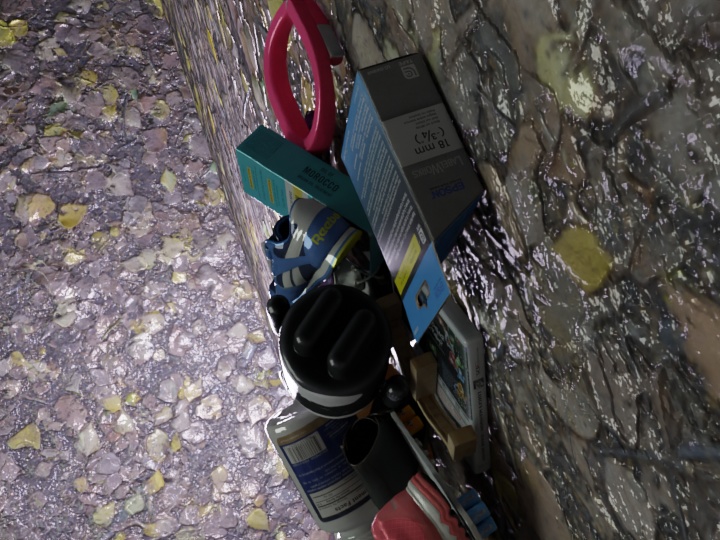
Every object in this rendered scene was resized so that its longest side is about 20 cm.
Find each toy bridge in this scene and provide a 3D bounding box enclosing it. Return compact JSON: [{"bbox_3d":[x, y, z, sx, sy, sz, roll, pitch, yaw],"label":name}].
[{"bbox_3d":[0.066,0.114,0.828,0.068,0.027,0.201,85,161,-50],"label":"toy bridge"}]

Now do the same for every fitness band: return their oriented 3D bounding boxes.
[{"bbox_3d":[-0.071,-0.230,0.915,0.202,0.037,0.145,67,148,32],"label":"fitness band"}]

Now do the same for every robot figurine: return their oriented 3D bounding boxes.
[{"bbox_3d":[-0.027,0.089,0.855,0.201,0.123,0.152,94,158,-68],"label":"robot figurine"}]

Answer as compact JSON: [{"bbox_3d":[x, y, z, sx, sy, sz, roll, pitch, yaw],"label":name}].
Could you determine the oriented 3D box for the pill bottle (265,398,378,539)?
[{"bbox_3d":[-0.028,0.254,0.979,0.202,0.110,0.111,62,168,-5],"label":"pill bottle"}]

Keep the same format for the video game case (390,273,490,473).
[{"bbox_3d":[0.082,0.085,0.834,0.201,0.023,0.184,-123,19,-52],"label":"video game case"}]

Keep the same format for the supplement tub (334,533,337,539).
[{"bbox_3d":[0.039,0.438,1.237,0.144,0.142,0.203,143,109,-77],"label":"supplement tub"}]

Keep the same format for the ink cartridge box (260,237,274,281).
[{"bbox_3d":[-0.068,0.050,1.187,0.148,0.084,0.203,52,-162,-69],"label":"ink cartridge box"}]

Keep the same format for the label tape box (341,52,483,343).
[{"bbox_3d":[0.051,-0.057,0.673,0.145,0.062,0.203,108,142,-69],"label":"label tape box"}]

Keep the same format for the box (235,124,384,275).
[{"bbox_3d":[-0.052,-0.082,0.896,0.198,0.049,0.083,33,153,20],"label":"box"}]

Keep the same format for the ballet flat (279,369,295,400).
[{"bbox_3d":[-0.062,0.166,1.083,0.199,0.067,0.065,-16,53,52],"label":"ballet flat"}]

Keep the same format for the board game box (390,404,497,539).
[{"bbox_3d":[0.115,0.262,0.824,0.202,0.026,0.200,61,173,-27],"label":"board game box"}]

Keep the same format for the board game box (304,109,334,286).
[{"bbox_3d":[-0.054,-0.095,1.037,0.121,0.032,0.202,-74,-20,-49],"label":"board game box"}]

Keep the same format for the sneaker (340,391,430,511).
[{"bbox_3d":[0.031,0.183,0.935,0.107,0.074,0.201,57,-160,-30],"label":"sneaker"}]

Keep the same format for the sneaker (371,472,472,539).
[{"bbox_3d":[0.079,0.294,0.740,0.202,0.086,0.074,58,175,-4],"label":"sneaker"}]

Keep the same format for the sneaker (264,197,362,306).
[{"bbox_3d":[-0.069,-0.021,0.875,0.082,0.074,0.200,39,147,-6],"label":"sneaker"}]

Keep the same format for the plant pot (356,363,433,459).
[{"bbox_3d":[0.008,0.251,1.119,0.200,0.138,0.203,160,90,-78],"label":"plant pot"}]

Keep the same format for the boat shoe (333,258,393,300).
[{"bbox_3d":[0.000,0.000,0.953,0.068,0.071,0.203,116,137,-77],"label":"boat shoe"}]
